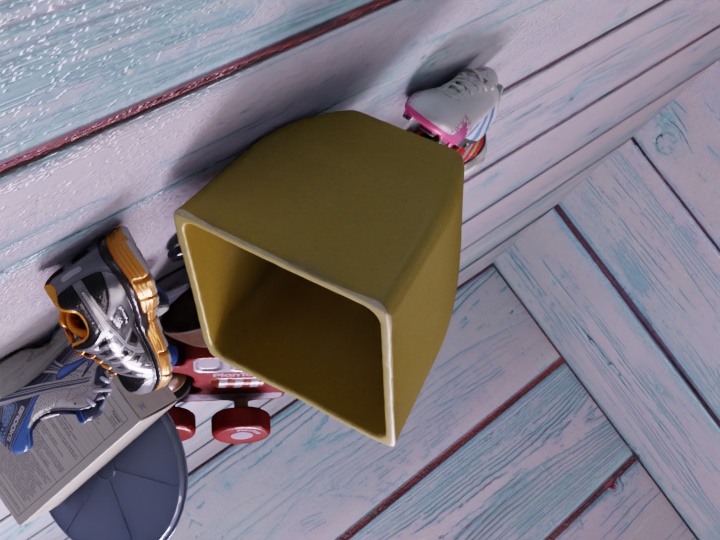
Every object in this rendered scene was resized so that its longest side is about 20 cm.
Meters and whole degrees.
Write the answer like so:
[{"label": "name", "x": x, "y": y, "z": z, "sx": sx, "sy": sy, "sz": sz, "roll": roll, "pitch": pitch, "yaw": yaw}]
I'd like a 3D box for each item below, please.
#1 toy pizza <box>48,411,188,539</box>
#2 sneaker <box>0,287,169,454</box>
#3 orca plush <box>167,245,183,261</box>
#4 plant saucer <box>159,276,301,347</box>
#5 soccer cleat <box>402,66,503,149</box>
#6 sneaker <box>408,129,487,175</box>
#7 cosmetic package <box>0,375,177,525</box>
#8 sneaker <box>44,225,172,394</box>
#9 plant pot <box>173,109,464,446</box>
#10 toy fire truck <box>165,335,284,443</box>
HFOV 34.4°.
[{"label": "toy pizza", "x": -0.258, "y": 0.201, "z": 1.213, "sx": 0.200, "sy": 0.201, "sz": 0.032, "roll": -40, "pitch": 169, "yaw": 24}, {"label": "sneaker", "x": -0.247, "y": 0.091, "z": 1.041, "sx": 0.199, "sy": 0.086, "sz": 0.077, "roll": -36, "pitch": 173, "yaw": -16}, {"label": "orca plush", "x": -0.120, "y": -0.010, "z": 1.071, "sx": 0.105, "sy": 0.071, "sz": 0.200, "roll": -33, "pitch": 172, "yaw": -25}, {"label": "plant saucer", "x": -0.105, "y": 0.020, "z": 1.156, "sx": 0.198, "sy": 0.035, "sz": 0.201, "roll": -25, "pitch": -164, "yaw": 8}, {"label": "soccer cleat", "x": 0.099, "y": -0.173, "z": 1.177, "sx": 0.087, "sy": 0.070, "sz": 0.200, "roll": -55, "pitch": 171, "yaw": 13}, {"label": "sneaker", "x": 0.053, "y": -0.119, "z": 1.310, "sx": 0.199, "sy": 0.077, "sz": 0.085, "roll": -37, "pitch": 153, "yaw": -6}, {"label": "cosmetic package", "x": -0.290, "y": 0.154, "z": 1.161, "sx": 0.199, "sy": 0.104, "sz": 0.073, "roll": -39, "pitch": 173, "yaw": 23}, {"label": "sneaker", "x": -0.204, "y": 0.043, "z": 0.941, "sx": 0.077, "sy": 0.078, "sz": 0.201, "roll": -26, "pitch": 148, "yaw": -18}, {"label": "plant pot", "x": -0.007, "y": -0.017, "z": 0.969, "sx": 0.201, "sy": 0.194, "sz": 0.195, "roll": -52, "pitch": 156, "yaw": -30}, {"label": "toy fire truck", "x": -0.170, "y": 0.107, "z": 1.240, "sx": 0.197, "sy": 0.113, "sz": 0.168, "roll": 1, "pitch": 154, "yaw": -8}]
